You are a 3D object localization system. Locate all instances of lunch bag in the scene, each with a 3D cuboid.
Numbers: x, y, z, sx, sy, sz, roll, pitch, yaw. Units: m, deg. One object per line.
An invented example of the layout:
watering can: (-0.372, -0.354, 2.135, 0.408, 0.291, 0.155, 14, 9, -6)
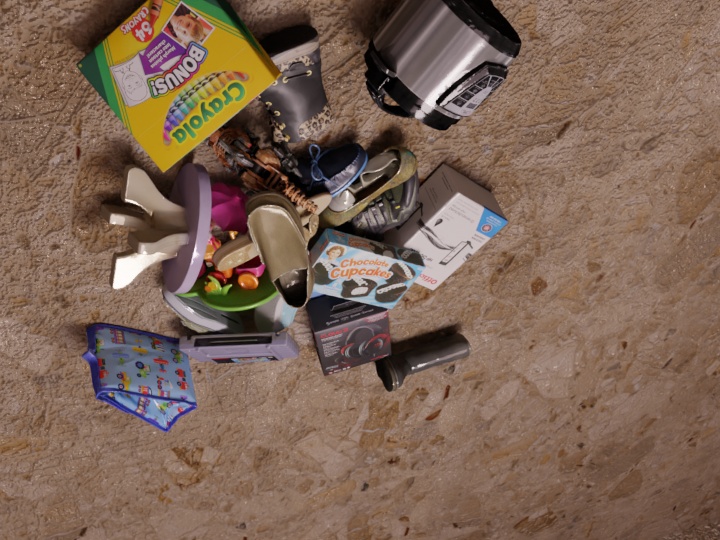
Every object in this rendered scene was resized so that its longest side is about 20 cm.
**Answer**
lunch bag: (-0.400, 0.177, 1.454, 0.094, 0.151, 0.199, -39, 137, 20)

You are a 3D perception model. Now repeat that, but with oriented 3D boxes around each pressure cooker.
pressure cooker: (0.104, -0.296, 1.149, 0.175, 0.179, 0.200, 35, 118, -19)

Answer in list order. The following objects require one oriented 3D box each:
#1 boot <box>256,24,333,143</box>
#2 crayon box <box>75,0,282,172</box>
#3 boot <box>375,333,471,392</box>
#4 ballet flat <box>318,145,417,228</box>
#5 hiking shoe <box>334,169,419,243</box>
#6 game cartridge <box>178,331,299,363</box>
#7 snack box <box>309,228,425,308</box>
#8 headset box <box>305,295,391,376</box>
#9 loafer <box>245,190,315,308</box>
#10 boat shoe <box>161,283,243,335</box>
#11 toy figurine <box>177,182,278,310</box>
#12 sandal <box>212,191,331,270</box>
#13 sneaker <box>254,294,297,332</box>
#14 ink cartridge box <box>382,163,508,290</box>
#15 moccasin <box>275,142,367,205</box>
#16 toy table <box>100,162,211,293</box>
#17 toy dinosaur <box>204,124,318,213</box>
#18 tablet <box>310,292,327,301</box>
boot: (-0.136, -0.247, 1.170, 0.198, 0.073, 0.151, -26, 137, -6)
crayon box: (-0.232, -0.258, 1.060, 0.199, 0.058, 0.173, -35, 103, 16)
boot: (0.137, 0.189, 1.719, 0.198, 0.182, 0.073, -7, 102, -7)
ballet flat: (0.000, -0.140, 1.333, 0.199, 0.071, 0.071, -31, 139, 14)
hiking shoe: (0.021, -0.106, 1.391, 0.100, 0.076, 0.200, 9, 132, -36)
game cartridge: (-0.220, 0.144, 1.517, 0.197, 0.039, 0.130, -3, 159, 6)
snack box: (0.000, 0.000, 1.405, 0.198, 0.037, 0.116, 13, 131, -31)
headset box: (-0.021, 0.110, 1.594, 0.147, 0.076, 0.201, -16, 146, -7)
loafer: (-0.108, -0.026, 1.185, 0.075, 0.068, 0.201, -21, 129, 3)
boat shoe: (-0.289, 0.081, 1.464, 0.062, 0.073, 0.200, -29, 141, 18)
toy figurine: (-0.231, -0.054, 1.327, 0.198, 0.151, 0.186, 2, 126, 10)
sandal: (-0.118, -0.039, 1.256, 0.210, 0.070, 0.078, -29, 162, -18)
sneaker: (-0.137, 0.026, 1.486, 0.082, 0.074, 0.201, -25, 146, -45)
ink cartridge box: (0.139, -0.072, 1.474, 0.145, 0.085, 0.200, 22, 123, -39)
moccasin: (-0.083, -0.144, 1.302, 0.199, 0.081, 0.068, -33, 135, 11)
toy table: (-0.306, -0.064, 1.229, 0.116, 0.183, 0.202, 2, 98, -36)
toy dinosaur: (-0.150, -0.146, 1.206, 0.102, 0.201, 0.136, -33, 173, 9)
tablet: (-0.043, 0.004, 1.482, 0.129, 0.014, 0.200, -16, 159, -2)
